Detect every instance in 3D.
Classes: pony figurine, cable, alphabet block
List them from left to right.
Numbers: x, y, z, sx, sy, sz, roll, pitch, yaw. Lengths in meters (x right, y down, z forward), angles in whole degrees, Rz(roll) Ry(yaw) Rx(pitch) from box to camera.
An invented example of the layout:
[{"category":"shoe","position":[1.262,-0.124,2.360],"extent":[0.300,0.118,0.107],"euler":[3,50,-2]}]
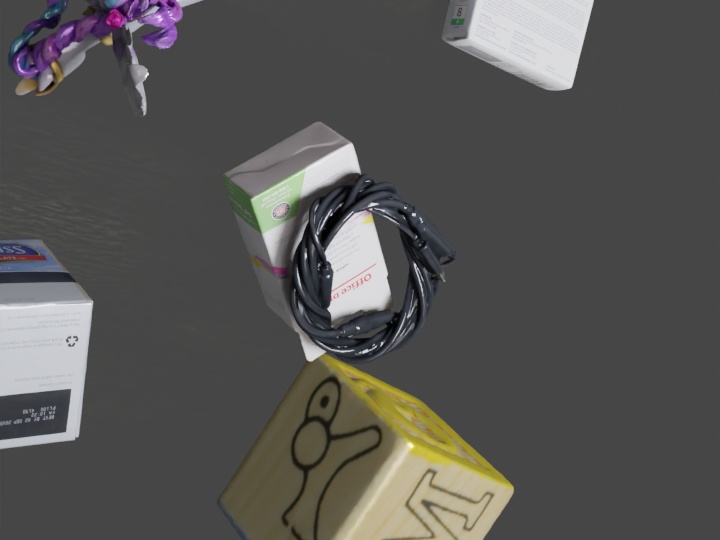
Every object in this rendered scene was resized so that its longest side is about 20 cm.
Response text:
[{"category":"pony figurine","position":[-0.179,-0.202,0.908],"extent":[0.199,0.193,0.167],"euler":[-36,97,-13]},{"category":"cable","position":[0.000,0.000,1.140],"extent":[0.164,0.051,0.200],"euler":[-50,135,2]},{"category":"alphabet block","position":[0.004,0.236,1.262],"extent":[0.196,0.195,0.201],"euler":[29,97,-43]}]

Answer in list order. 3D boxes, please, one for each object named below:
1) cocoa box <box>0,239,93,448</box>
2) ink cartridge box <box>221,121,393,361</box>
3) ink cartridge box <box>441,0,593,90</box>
[{"category":"cocoa box","position":[-0.334,0.060,0.962],"extent":[0.198,0.131,0.135],"euler":[-3,116,-34]},{"category":"ink cartridge box","position":[-0.046,-0.025,1.163],"extent":[0.116,0.067,0.202],"euler":[-30,128,-20]},{"category":"ink cartridge box","position":[0.171,-0.299,1.196],"extent":[0.160,0.050,0.202],"euler":[15,87,-40]}]
